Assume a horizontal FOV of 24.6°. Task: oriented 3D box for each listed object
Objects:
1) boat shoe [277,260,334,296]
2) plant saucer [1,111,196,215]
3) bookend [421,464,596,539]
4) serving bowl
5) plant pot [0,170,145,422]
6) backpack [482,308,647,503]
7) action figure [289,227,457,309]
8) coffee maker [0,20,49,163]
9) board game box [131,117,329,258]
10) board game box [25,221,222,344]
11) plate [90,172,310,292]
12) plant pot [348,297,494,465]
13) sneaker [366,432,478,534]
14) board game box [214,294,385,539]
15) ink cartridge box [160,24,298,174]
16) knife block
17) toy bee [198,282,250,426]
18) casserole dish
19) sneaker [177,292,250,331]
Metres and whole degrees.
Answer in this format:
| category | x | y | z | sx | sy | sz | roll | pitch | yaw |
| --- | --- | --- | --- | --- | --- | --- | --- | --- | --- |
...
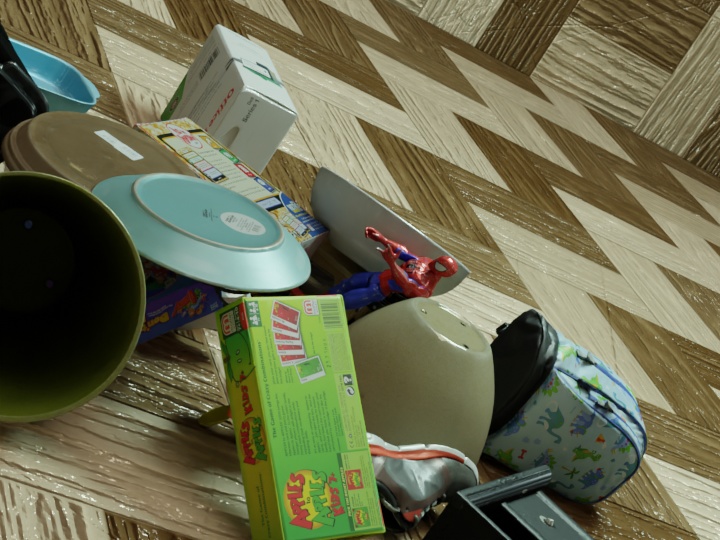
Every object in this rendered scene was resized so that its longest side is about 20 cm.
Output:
| category | x | y | z | sx | sy | sz | roll | pitch | yaw |
| --- | --- | --- | --- | --- | --- | --- | --- | --- | --- |
| boat shoe | -0.108 | -0.040 | 1.794 | 0.199 | 0.074 | 0.075 | 33 | -23 | -2 |
| plant saucer | -0.224 | -0.088 | 1.488 | 0.199 | 0.030 | 0.200 | 23 | 23 | -10 |
| bookend | 0.172 | 0.281 | 1.456 | 0.200 | 0.092 | 0.198 | 42 | 20 | 23 |
| serving bowl | 0.021 | -0.030 | 1.796 | 0.200 | 0.066 | 0.200 | 35 | -1 | 1 |
| plant pot | -0.271 | 0.007 | 1.318 | 0.186 | 0.188 | 0.200 | 29 | 1 | -13 |
| backpack | 0.214 | 0.159 | 1.773 | 0.199 | 0.163 | 0.154 | 27 | 26 | -39 |
| action figure | 0.000 | 0.000 | 1.687 | 0.099 | 0.199 | 0.065 | 58 | 32 | -34 |
| coffee maker | -0.389 | -0.197 | 1.666 | 0.191 | 0.135 | 0.200 | 19 | 23 | -38 |
| board game box | -0.139 | -0.077 | 1.692 | 0.200 | 0.046 | 0.151 | 39 | 15 | 7 |
| board game box | -0.231 | -0.016 | 1.499 | 0.134 | 0.045 | 0.200 | -23 | 48 | -23 |
| plate | -0.132 | -0.041 | 1.403 | 0.199 | 0.026 | 0.200 | 19 | 21 | -7 |
| plant pot | 0.055 | 0.107 | 1.640 | 0.200 | 0.135 | 0.200 | 29 | 18 | -10 |
| sneaker | 0.034 | 0.204 | 1.495 | 0.199 | 0.077 | 0.082 | 15 | 52 | -42 |
| board game box | -0.050 | 0.123 | 1.347 | 0.101 | 0.048 | 0.201 | -1 | 74 | -37 |
| ink cartridge box | -0.163 | -0.188 | 2.008 | 0.084 | 0.146 | 0.200 | 25 | 20 | -27 |
| knife block | -0.020 | 0.024 | 1.836 | 0.199 | 0.064 | 0.176 | 25 | 19 | -24 |
| toy bee | -0.091 | 0.105 | 1.425 | 0.200 | 0.131 | 0.109 | 44 | 32 | -27 |
| casserole dish | -0.392 | -0.224 | 1.885 | 0.199 | 0.039 | 0.121 | 18 | 23 | -36 |
| sneaker | -0.199 | 0.015 | 1.561 | 0.199 | 0.081 | 0.077 | 18 | 50 | 8 |
